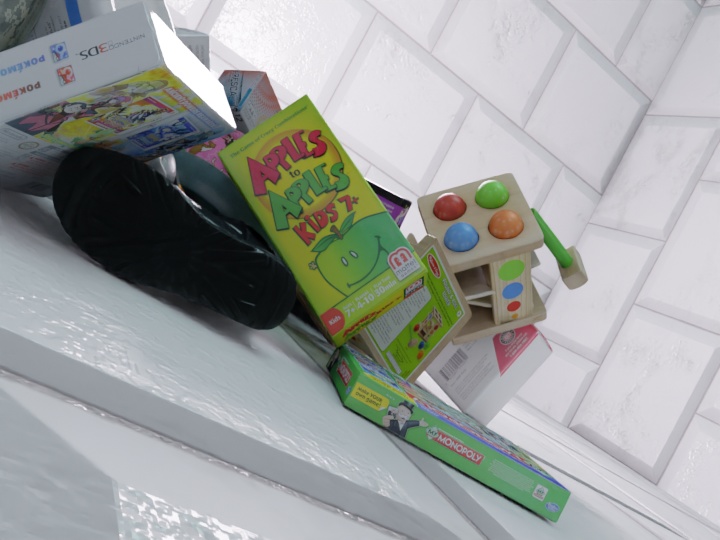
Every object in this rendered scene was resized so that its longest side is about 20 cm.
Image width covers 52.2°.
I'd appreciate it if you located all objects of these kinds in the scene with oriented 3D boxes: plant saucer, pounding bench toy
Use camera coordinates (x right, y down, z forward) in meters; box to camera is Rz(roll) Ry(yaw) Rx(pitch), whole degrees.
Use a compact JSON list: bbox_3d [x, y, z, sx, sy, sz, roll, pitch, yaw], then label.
[{"bbox_3d":[-0.151,-0.039,0.790,0.198,0.027,0.202,33,-28,20],"label":"plant saucer"},{"bbox_3d":[0.184,-0.030,0.907,0.126,0.195,0.158,-105,180,-45],"label":"pounding bench toy"},{"bbox_3d":[0.000,0.000,0.794,0.155,0.124,0.202,29,-23,46],"label":"pounding bench toy"}]

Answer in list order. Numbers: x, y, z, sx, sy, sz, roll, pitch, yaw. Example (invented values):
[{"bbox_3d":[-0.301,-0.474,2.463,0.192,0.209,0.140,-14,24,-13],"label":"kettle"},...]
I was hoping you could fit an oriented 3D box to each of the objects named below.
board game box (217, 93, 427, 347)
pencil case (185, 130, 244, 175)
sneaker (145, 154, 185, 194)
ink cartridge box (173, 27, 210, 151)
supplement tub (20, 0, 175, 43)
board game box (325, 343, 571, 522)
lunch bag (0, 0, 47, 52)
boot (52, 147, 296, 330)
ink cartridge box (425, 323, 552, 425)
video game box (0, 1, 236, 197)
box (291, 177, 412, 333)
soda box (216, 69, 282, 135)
[{"bbox_3d":[-0.035,-0.047,0.662,0.202,0.100,0.048,56,-5,16],"label":"board game box"},{"bbox_3d":[-0.148,-0.071,0.857,0.084,0.084,0.202,5,-36,8],"label":"pencil case"},{"bbox_3d":[-0.198,-0.066,0.707,0.077,0.079,0.199,40,-15,-14],"label":"sneaker"},{"bbox_3d":[-0.268,-0.186,0.804,0.196,0.149,0.083,-13,26,-35],"label":"ink cartridge box"},{"bbox_3d":[-0.267,-0.185,0.622,0.195,0.136,0.132,-12,-13,14],"label":"supplement tub"},{"bbox_3d":[0.067,0.132,0.624,0.197,0.030,0.134,31,-1,-10],"label":"board game box"},{"bbox_3d":[-0.319,-0.203,0.501,0.162,0.203,0.118,30,-1,2],"label":"lunch bag"},{"bbox_3d":[-0.144,-0.024,0.600,0.197,0.078,0.168,30,-2,-14],"label":"boot"},{"bbox_3d":[0.143,0.089,1.017,0.200,0.146,0.085,46,4,39],"label":"ink cartridge box"},{"bbox_3d":[-0.196,-0.108,0.522,0.200,0.177,0.048,4,70,-88],"label":"video game box"},{"bbox_3d":[-0.035,-0.027,0.958,0.141,0.204,0.036,28,9,27],"label":"box"},{"bbox_3d":[-0.116,-0.138,0.881,0.062,0.069,0.202,10,-34,27],"label":"soda box"}]
